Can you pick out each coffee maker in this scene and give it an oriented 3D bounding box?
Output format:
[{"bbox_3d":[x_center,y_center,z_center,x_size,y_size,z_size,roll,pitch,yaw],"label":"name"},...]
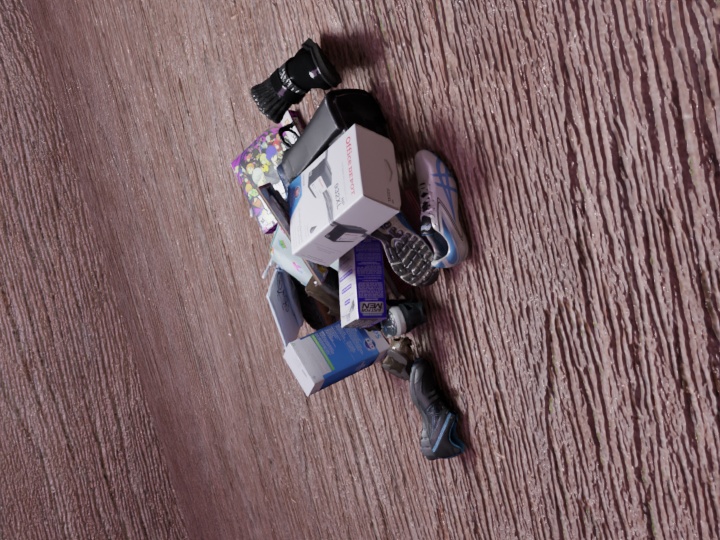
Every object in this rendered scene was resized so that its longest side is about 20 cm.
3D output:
[{"bbox_3d":[-0.060,-0.239,1.419,0.192,0.135,0.200,46,137,1],"label":"coffee maker"}]

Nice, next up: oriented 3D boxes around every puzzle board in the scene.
[{"bbox_3d":[-0.117,-0.071,1.399,0.201,0.017,0.151,56,-175,-7],"label":"puzzle board"}]

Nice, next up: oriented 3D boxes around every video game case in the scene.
[{"bbox_3d":[-0.172,-0.207,1.646,0.199,0.036,0.183,-34,75,31],"label":"video game case"}]

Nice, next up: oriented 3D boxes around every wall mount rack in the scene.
[{"bbox_3d":[-0.203,-0.086,1.767,0.200,0.073,0.177,134,122,-70],"label":"wall mount rack"}]

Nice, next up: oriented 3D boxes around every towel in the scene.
[{"bbox_3d":[0.080,-0.046,1.446,0.146,0.023,0.200,62,149,11],"label":"towel"}]

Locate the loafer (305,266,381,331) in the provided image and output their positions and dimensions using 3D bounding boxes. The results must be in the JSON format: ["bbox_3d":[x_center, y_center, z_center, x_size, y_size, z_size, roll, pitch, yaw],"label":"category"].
[{"bbox_3d":[-0.032,0.061,1.552,0.071,0.074,0.199,-29,124,34],"label":"loafer"}]

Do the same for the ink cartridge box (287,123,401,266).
[{"bbox_3d":[-0.032,-0.122,1.295,0.199,0.083,0.147,-36,49,40],"label":"ink cartridge box"}]

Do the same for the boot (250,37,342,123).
[{"bbox_3d":[-0.120,-0.333,1.405,0.080,0.157,0.212,48,-173,-23],"label":"boot"}]

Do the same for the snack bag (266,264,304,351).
[{"bbox_3d":[-0.156,0.060,1.713,0.021,0.201,0.191,-4,127,14],"label":"snack bag"}]

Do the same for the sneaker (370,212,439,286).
[{"bbox_3d":[0.072,-0.061,1.367,0.078,0.089,0.201,-39,90,24],"label":"sneaker"}]

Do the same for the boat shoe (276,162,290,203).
[{"bbox_3d":[-0.120,-0.115,1.499,0.202,0.068,0.084,62,-173,12],"label":"boat shoe"}]

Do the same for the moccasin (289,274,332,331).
[{"bbox_3d":[-0.102,0.056,1.741,0.073,0.078,0.204,6,130,38],"label":"moccasin"}]

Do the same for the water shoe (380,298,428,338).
[{"bbox_3d":[0.081,0.089,1.483,0.200,0.078,0.073,-156,51,-82],"label":"water shoe"}]

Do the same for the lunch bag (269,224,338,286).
[{"bbox_3d":[-0.082,-0.043,1.596,0.199,0.077,0.162,34,132,9],"label":"lunch bag"}]

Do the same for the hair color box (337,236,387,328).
[{"bbox_3d":[0.000,0.000,1.455,0.109,0.064,0.204,145,124,-69],"label":"hair color box"}]

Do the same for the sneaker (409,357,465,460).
[{"bbox_3d":[0.150,0.264,1.497,0.081,0.073,0.203,-10,98,30],"label":"sneaker"}]

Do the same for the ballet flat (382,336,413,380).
[{"bbox_3d":[0.078,0.171,1.521,0.067,0.047,0.201,23,161,11],"label":"ballet flat"}]

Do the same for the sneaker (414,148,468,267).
[{"bbox_3d":[0.126,-0.103,1.294,0.072,0.072,0.203,-8,100,59],"label":"sneaker"}]

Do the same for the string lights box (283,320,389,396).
[{"bbox_3d":[-0.046,0.167,1.596,0.103,0.198,0.059,55,145,21],"label":"string lights box"}]
